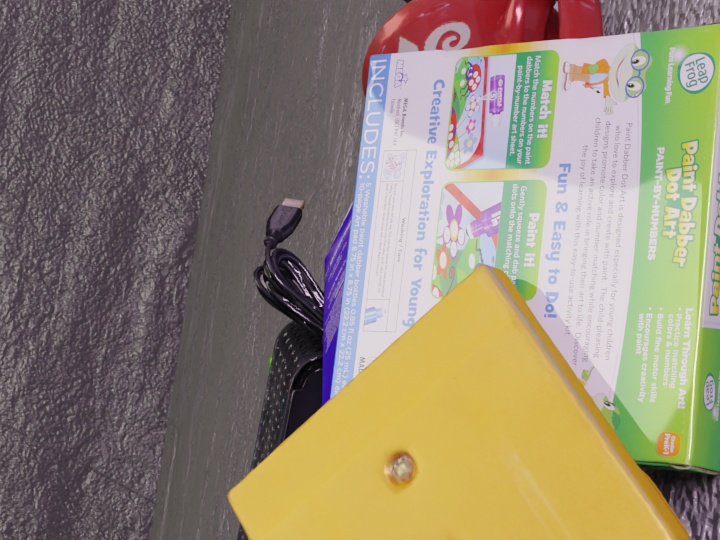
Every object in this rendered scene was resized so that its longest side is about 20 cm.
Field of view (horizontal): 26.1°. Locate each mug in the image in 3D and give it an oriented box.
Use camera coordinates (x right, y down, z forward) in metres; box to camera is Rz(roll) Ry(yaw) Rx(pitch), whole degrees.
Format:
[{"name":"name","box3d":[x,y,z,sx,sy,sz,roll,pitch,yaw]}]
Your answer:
[{"name":"mug","box3d":[0.074,-0.063,0.872,0.179,0.132,0.202,82,-179,-49]}]

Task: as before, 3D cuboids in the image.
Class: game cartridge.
[{"name":"game cartridge","box3d":[0.048,0.128,0.693,0.176,0.032,0.201,-42,61,17]}]

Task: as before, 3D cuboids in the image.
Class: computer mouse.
[{"name":"computer mouse","box3d":[0.000,0.000,1.030,0.046,0.140,0.200,-44,6,37]}]

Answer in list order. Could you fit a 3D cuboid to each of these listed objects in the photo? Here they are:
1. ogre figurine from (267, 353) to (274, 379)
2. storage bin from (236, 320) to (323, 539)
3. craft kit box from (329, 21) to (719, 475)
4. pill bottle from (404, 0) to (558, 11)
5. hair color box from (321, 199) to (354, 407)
[{"name":"ogre figurine","box3d":[-0.020,0.144,1.193,0.098,0.201,0.120,-34,9,18]},{"name":"storage bin","box3d":[-0.003,0.147,1.074,0.094,0.134,0.202,-128,48,-73]},{"name":"craft kit box","box3d":[0.083,-0.011,0.747,0.196,0.048,0.203,1,79,37]},{"name":"pill bottle","box3d":[0.074,-0.221,1.030,0.200,0.115,0.118,-129,49,-74]},{"name":"hair color box","box3d":[0.036,0.057,0.898,0.201,0.108,0.065,-90,21,-47]}]
